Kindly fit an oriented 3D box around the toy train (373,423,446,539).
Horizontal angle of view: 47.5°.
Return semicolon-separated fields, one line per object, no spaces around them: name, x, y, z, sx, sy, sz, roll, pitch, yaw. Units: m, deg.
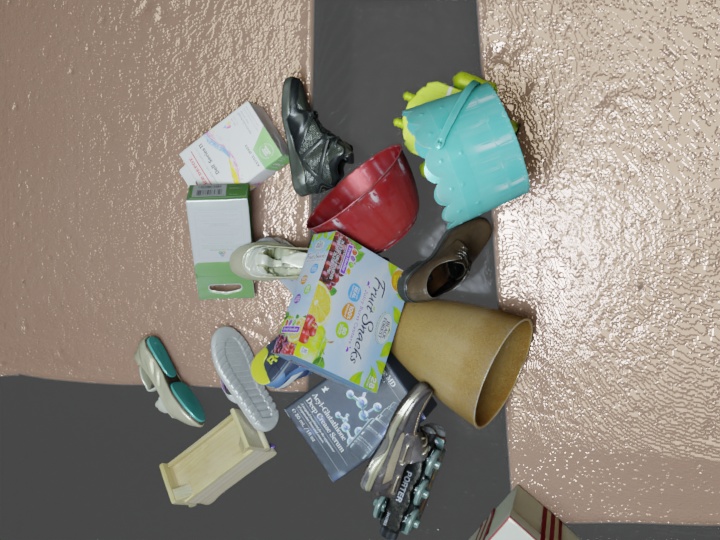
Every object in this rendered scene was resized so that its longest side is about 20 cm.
toy train;0.086;0.347;1.358;0.085;0.114;0.201;21;98;19

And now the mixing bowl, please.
mixing bowl;0.021;-0.098;1.320;0.200;0.200;0.108;-38;105;15

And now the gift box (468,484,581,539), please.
gift box;0.266;0.475;1.280;0.200;0.187;0.185;35;103;11

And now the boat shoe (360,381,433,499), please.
boat shoe;0.071;0.266;1.273;0.073;0.075;0.201;28;106;3

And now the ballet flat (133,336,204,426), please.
ballet flat;-0.352;0.213;1.482;0.069;0.069;0.200;-41;69;15

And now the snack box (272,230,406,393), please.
snack box;-0.023;0.065;1.255;0.068;0.168;0.201;-3;63;53

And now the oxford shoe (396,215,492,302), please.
oxford shoe;0.153;-0.014;1.293;0.200;0.084;0.073;-45;116;-24

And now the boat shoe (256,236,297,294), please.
boat shoe;-0.094;0.009;1.406;0.200;0.065;0.074;46;119;12

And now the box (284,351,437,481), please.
box;0.002;0.231;1.377;0.200;0.107;0.149;-38;83;14

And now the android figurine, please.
android figurine;0.152;-0.231;1.335;0.199;0.041;0.183;21;100;11

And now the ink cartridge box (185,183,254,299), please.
ink cartridge box;-0.238;-0.049;1.417;0.103;0.059;0.201;-2;122;-3

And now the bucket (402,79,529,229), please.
bucket;0.157;-0.175;1.222;0.134;0.207;0.208;-22;88;4

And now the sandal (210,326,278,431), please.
sandal;-0.218;0.199;1.458;0.050;0.082;0.203;-30;85;41

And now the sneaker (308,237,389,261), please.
sneaker;0.000;0.000;1.387;0.200;0.076;0.091;38;91;6

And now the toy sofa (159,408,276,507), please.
toy sofa;-0.256;0.340;1.479;0.200;0.097;0.083;-39;59;15

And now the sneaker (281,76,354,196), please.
sneaker;-0.070;-0.233;1.382;0.114;0.076;0.201;-9;95;14

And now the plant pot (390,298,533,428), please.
plant pot;0.145;0.123;1.308;0.199;0.186;0.187;25;101;28

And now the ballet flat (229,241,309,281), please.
ballet flat;-0.132;-0.016;1.342;0.199;0.069;0.070;2;95;15

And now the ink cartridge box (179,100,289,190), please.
ink cartridge box;-0.232;-0.189;1.432;0.200;0.067;0.117;-35;85;15

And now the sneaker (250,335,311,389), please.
sneaker;-0.097;0.131;1.421;0.200;0.082;0.074;-38;55;-2
